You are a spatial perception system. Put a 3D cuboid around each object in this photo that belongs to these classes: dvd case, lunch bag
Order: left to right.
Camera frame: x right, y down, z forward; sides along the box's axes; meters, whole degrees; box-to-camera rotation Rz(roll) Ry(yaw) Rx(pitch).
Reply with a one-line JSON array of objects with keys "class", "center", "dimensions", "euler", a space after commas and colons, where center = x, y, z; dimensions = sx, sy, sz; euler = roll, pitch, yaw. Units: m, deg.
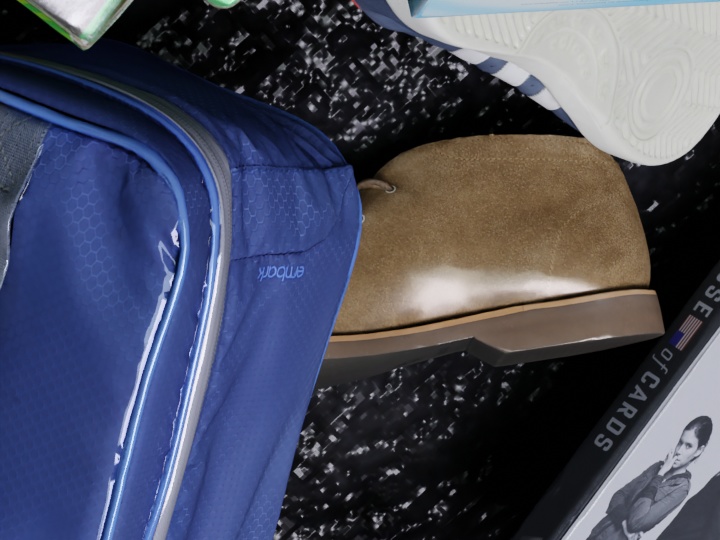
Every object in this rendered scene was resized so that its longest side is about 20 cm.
[{"class": "lunch bag", "center": [-0.101, 0.034, 0.740], "dimensions": [0.132, 0.135, 0.201], "euler": [-10, 118, -63]}, {"class": "dvd case", "center": [0.147, 0.064, 0.898], "dimensions": [0.200, 0.025, 0.150], "euler": [-53, 134, -3]}]

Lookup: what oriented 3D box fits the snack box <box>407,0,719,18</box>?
[{"class": "snack box", "center": [0.055, -0.173, 0.720], "dimensions": [0.115, 0.037, 0.201], "euler": [-5, 73, -18]}]

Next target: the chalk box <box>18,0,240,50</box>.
[{"class": "chalk box", "center": [-0.094, -0.156, 0.696], "dimensions": [0.200, 0.124, 0.125], "euler": [37, 97, -30]}]

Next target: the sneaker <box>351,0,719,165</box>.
[{"class": "sneaker", "center": [0.053, -0.095, 0.811], "dimensions": [0.200, 0.084, 0.075], "euler": [26, 95, -52]}]

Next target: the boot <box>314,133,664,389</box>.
[{"class": "boot", "center": [0.000, 0.000, 0.844], "dimensions": [0.198, 0.074, 0.076], "euler": [-8, 85, -10]}]
